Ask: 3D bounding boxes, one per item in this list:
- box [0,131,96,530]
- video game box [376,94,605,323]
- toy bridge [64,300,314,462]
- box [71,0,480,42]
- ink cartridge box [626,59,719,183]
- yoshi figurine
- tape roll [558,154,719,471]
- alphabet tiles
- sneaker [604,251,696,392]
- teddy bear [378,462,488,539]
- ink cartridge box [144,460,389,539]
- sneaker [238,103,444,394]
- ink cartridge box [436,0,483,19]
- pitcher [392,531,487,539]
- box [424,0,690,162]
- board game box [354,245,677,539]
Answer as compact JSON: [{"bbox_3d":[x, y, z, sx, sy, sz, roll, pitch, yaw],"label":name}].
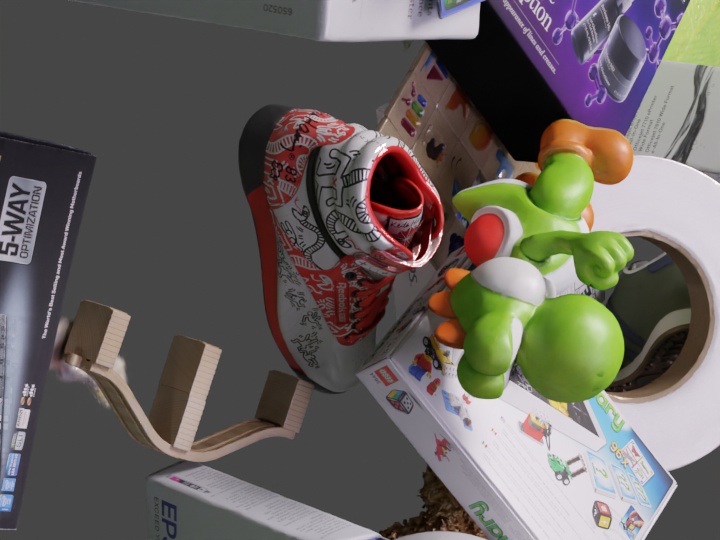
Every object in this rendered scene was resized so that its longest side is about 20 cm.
[{"bbox_3d":[-0.219,0.024,1.241,0.157,0.050,0.201,11,93,-53],"label":"box"},{"bbox_3d":[0.088,-0.039,1.630,0.182,0.047,0.201,-32,125,-46],"label":"video game box"},{"bbox_3d":[-0.101,0.071,1.430,0.200,0.027,0.068,23,83,-53],"label":"toy bridge"},{"bbox_3d":[-0.044,-0.225,1.268,0.130,0.199,0.200,-7,106,-50],"label":"box"},{"bbox_3d":[0.265,-0.071,1.724,0.145,0.199,0.084,40,67,-50],"label":"ink cartridge box"},{"bbox_3d":[0.115,0.009,1.441,0.113,0.112,0.200,61,33,-29],"label":"yoshi figurine"},{"bbox_3d":[0.165,0.027,1.576,0.202,0.037,0.204,-1,93,-12],"label":"tape roll"},{"bbox_3d":[0.080,-0.098,1.561,0.201,0.008,0.167,-61,139,-21],"label":"alphabet tiles"},{"bbox_3d":[0.195,0.039,1.713,0.067,0.200,0.090,14,63,-17],"label":"sneaker"},{"bbox_3d":[0.084,0.148,1.633,0.200,0.067,0.145,-44,141,-12],"label":"teddy bear"},{"bbox_3d":[-0.039,0.225,1.416,0.043,0.199,0.197,-20,116,-41],"label":"ink cartridge box"},{"bbox_3d":[-0.001,0.000,1.472,0.067,0.108,0.202,-43,132,-37],"label":"sneaker"},{"bbox_3d":[0.075,-0.231,1.223,0.119,0.042,0.201,-27,120,-46],"label":"ink cartridge box"},{"bbox_3d":[0.036,0.215,1.492,0.171,0.200,0.122,-19,88,-43],"label":"pitcher"},{"bbox_3d":[0.106,-0.175,1.506,0.200,0.079,0.142,48,59,-44],"label":"box"},{"bbox_3d":[0.096,0.095,1.494,0.200,0.035,0.126,51,45,-11],"label":"board game box"}]
